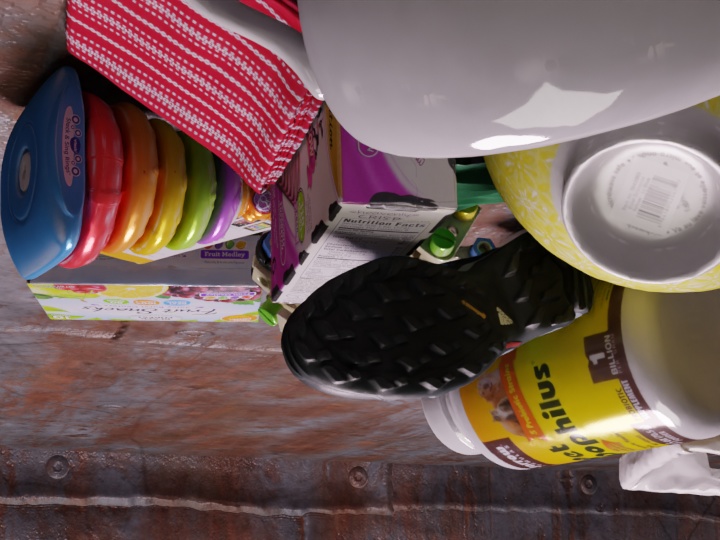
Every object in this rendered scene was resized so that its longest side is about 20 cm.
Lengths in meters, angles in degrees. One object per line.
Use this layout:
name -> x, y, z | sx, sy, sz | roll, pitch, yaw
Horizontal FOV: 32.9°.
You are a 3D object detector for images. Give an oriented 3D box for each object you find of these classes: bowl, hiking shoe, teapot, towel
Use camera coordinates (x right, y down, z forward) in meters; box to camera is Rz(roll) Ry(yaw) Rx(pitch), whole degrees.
bowl -> 0.140, -0.057, 0.569 | 0.199, 0.108, 0.201 | 11, 131, 13
hiking shoe -> 0.035, 0.033, 0.645 | 0.200, 0.075, 0.087 | -11, 166, -38
teapot -> 0.056, -0.134, 0.416 | 0.200, 0.146, 0.197 | -29, -158, -28
towel -> -0.083, -0.111, 0.587 | 0.144, 0.023, 0.200 | 36, 160, -2

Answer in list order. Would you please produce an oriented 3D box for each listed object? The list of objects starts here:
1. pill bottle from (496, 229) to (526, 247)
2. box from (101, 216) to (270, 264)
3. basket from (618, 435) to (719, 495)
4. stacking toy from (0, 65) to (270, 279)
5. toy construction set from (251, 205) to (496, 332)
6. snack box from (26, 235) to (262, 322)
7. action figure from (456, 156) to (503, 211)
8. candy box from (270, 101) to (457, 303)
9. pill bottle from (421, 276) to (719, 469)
pill bottle -> 0.181, 0.056, 1.081 | 0.111, 0.111, 0.200 | -7, 138, 25
box -> -0.144, -0.051, 0.915 | 0.200, 0.042, 0.119 | -15, 159, 37
basket -> 0.314, 0.088, 0.945 | 0.198, 0.161, 0.200 | 4, 161, 1
stacking toy -> -0.117, -0.051, 0.778 | 0.199, 0.116, 0.110 | 6, 164, -32
toy construction set -> 0.000, 0.000, 0.871 | 0.200, 0.131, 0.092 | -40, 166, -40
snack box -> -0.189, 0.008, 1.103 | 0.199, 0.053, 0.142 | 1, 166, -5
action figure -> 0.049, -0.066, 0.823 | 0.199, 0.055, 0.118 | -2, 166, -13
candy box -> -0.007, -0.068, 0.662 | 0.061, 0.137, 0.200 | 2, 164, -14
pill bottle -> 0.130, 0.062, 0.747 | 0.109, 0.110, 0.200 | 11, 159, -36
